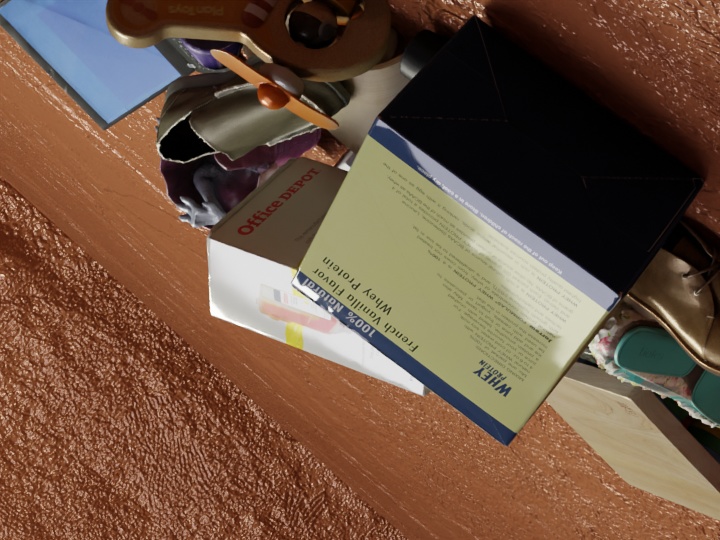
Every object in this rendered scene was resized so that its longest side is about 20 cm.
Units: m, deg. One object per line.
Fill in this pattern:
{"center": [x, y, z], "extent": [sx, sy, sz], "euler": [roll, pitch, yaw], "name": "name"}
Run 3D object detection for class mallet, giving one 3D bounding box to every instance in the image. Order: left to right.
{"center": [0.066, -0.126, 1.542], "extent": [0.066, 0.041, 0.200], "euler": [34, 171, 9], "name": "mallet"}

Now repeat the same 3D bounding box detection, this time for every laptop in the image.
{"center": [-0.223, -0.211, 1.926], "extent": [0.177, 0.103, 0.200], "euler": [46, 166, -33], "name": "laptop"}

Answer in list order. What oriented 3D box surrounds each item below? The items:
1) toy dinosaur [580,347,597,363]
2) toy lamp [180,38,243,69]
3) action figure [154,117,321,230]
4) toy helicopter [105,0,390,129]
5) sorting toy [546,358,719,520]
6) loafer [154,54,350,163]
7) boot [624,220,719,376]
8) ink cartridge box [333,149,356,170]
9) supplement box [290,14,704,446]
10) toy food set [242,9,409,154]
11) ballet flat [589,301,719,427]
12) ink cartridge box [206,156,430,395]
{"center": [0.185, 0.051, 1.650], "extent": [0.200, 0.048, 0.088], "euler": [13, 163, 20], "name": "toy dinosaur"}
{"center": [-0.116, -0.212, 1.515], "extent": [0.058, 0.058, 0.200], "euler": [35, 162, 18], "name": "toy lamp"}
{"center": [-0.081, -0.118, 1.729], "extent": [0.149, 0.200, 0.134], "euler": [32, 125, 24], "name": "action figure"}
{"center": [-0.078, -0.168, 1.426], "extent": [0.200, 0.132, 0.079], "euler": [1, 166, -2], "name": "toy helicopter"}
{"center": [0.258, 0.128, 1.812], "extent": [0.199, 0.070, 0.200], "euler": [45, 166, -26], "name": "sorting toy"}
{"center": [-0.086, -0.115, 1.561], "extent": [0.075, 0.070, 0.200], "euler": [40, 151, -29], "name": "loafer"}
{"center": [0.248, 0.016, 1.450], "extent": [0.200, 0.074, 0.075], "euler": [33, 157, 38], "name": "boot"}
{"center": [0.021, -0.064, 1.857], "extent": [0.109, 0.050, 0.200], "euler": [40, 167, -5], "name": "ink cartridge box"}
{"center": [0.090, -0.025, 1.413], "extent": [0.200, 0.134, 0.200], "euler": [37, 141, 7], "name": "supplement box"}
{"center": [-0.030, -0.180, 1.583], "extent": [0.200, 0.060, 0.144], "euler": [43, 164, 23], "name": "toy food set"}
{"center": [0.245, 0.066, 1.579], "extent": [0.200, 0.076, 0.064], "euler": [28, -171, -38], "name": "ballet flat"}
{"center": [0.000, 0.000, 1.601], "extent": [0.200, 0.145, 0.083], "euler": [20, 129, 24], "name": "ink cartridge box"}
